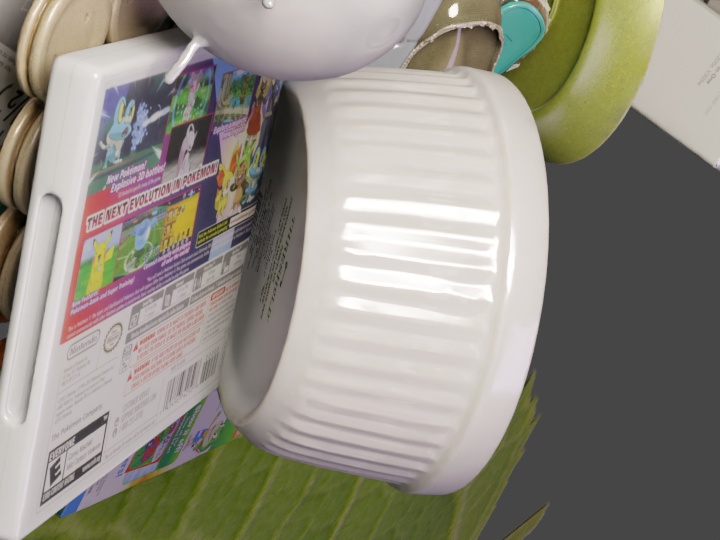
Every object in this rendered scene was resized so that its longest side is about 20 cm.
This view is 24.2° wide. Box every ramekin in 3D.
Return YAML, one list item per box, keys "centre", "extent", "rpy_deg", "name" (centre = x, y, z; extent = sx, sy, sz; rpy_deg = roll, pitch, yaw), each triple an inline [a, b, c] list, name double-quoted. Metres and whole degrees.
- centre: [0.000, 0.000, 0.785]
  extent: [0.104, 0.201, 0.201]
  rpy_deg: [7, 131, -18]
  name: "ramekin"

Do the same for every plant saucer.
- centre: [0.117, -0.166, 1.010]
  extent: [0.031, 0.201, 0.201]
  rpy_deg: [5, 130, -23]
  name: "plant saucer"

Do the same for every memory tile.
- centre: [-0.089, -0.079, 0.690]
  extent: [0.200, 0.017, 0.155]
  rpy_deg: [-49, 158, -52]
  name: "memory tile"

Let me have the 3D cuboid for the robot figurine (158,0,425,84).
- centre: [-0.012, -0.151, 0.618]
  extent: [0.170, 0.112, 0.201]
  rpy_deg: [-46, -165, 56]
  name: "robot figurine"

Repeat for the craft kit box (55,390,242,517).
- centre: [-0.099, 0.039, 1.031]
  extent: [0.197, 0.048, 0.201]
  rpy_deg: [-13, 137, -58]
  name: "craft kit box"

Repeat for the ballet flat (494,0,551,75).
- centre: [0.023, -0.113, 0.997]
  extent: [0.199, 0.064, 0.076]
  rpy_deg: [-32, 133, 7]
  name: "ballet flat"

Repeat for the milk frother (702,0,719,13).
- centre: [0.321, -0.209, 1.346]
  extent: [0.200, 0.188, 0.181]
  rpy_deg: [-37, 156, -37]
  name: "milk frother"

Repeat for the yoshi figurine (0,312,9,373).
- centre: [-0.207, 0.082, 0.752]
  extent: [0.199, 0.113, 0.112]
  rpy_deg: [-33, -174, -1]
  name: "yoshi figurine"

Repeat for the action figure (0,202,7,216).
- centre: [-0.118, -0.054, 0.804]
  extent: [0.118, 0.055, 0.199]
  rpy_deg: [-49, 161, 26]
  name: "action figure"

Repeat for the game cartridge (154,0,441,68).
- centre: [-0.014, -0.168, 0.771]
  extent: [0.132, 0.041, 0.201]
  rpy_deg: [7, 132, -16]
  name: "game cartridge"

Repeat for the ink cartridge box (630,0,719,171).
- centre: [0.204, -0.152, 1.156]
  extent: [0.088, 0.199, 0.145]
  rpy_deg: [-55, 161, 11]
  name: "ink cartridge box"

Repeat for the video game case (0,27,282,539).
- centre: [-0.087, -0.008, 0.687]
  extent: [0.200, 0.023, 0.184]
  rpy_deg: [-36, 141, -68]
  name: "video game case"

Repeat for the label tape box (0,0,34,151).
- centre: [-0.183, -0.064, 0.623]
  extent: [0.201, 0.066, 0.143]
  rpy_deg: [-55, 162, 1]
  name: "label tape box"

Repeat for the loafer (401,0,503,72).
- centre: [0.033, -0.071, 0.938]
  extent: [0.074, 0.070, 0.201]
  rpy_deg: [-4, 138, -29]
  name: "loafer"
